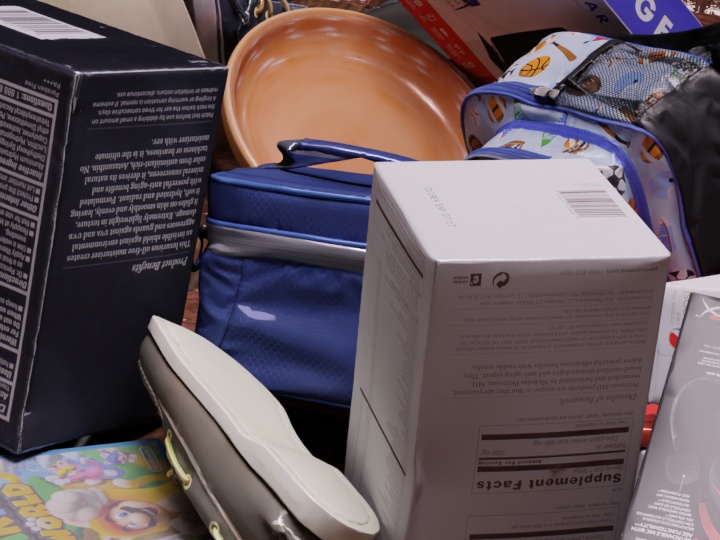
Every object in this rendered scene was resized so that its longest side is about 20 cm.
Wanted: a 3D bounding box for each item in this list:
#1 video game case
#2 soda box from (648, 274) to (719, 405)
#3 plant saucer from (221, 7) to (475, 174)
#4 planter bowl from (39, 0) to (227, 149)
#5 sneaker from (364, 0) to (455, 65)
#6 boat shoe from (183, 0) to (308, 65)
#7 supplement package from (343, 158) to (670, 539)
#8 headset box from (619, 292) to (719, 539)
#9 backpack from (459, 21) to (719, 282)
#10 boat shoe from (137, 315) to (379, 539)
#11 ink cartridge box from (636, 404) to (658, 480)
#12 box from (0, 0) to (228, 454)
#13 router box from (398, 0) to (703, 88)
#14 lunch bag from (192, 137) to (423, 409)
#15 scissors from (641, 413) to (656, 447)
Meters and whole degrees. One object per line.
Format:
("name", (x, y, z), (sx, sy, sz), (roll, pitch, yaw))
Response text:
("video game case", (-0.170, 0.129, 1.021), (0.199, 0.018, 0.143), (-4, 27, -22))
("soda box", (0.223, 0.035, 1.152), (0.068, 0.064, 0.200), (7, 6, 30))
("plant saucer", (-0.001, -0.085, 1.420), (0.199, 0.037, 0.201), (14, 50, -18))
("planter bowl", (-0.188, -0.150, 1.454), (0.134, 0.201, 0.200), (-24, 31, -7))
("sneaker", (0.078, -0.155, 1.643), (0.199, 0.076, 0.091), (10, 32, 15))
("boat shoe", (-0.080, -0.181, 1.463), (0.091, 0.200, 0.071), (-24, 69, -8))
("supplement package", (0.061, 0.061, 1.002), (0.109, 0.201, 0.114), (-1, 26, -14))
("headset box", (0.194, 0.124, 0.966), (0.148, 0.075, 0.201), (12, 58, 14))
("backpack", (0.148, -0.050, 1.310), (0.154, 0.201, 0.190), (-29, 32, -21))
("boat shoe", (-0.064, 0.090, 1.043), (0.072, 0.060, 0.202), (26, 13, -39))
("ink cartridge box", (0.194, 0.087, 1.165), (0.160, 0.050, 0.200), (-10, 31, -31))
("box", (-0.193, -0.037, 1.145), (0.199, 0.199, 0.123), (22, 18, 33))
("router box", (0.130, -0.159, 1.414), (0.179, 0.200, 0.049), (-2, 48, 54))
("lunch bag", (0.000, 0.000, 1.168), (0.199, 0.133, 0.136), (9, 6, 8))
("scissors", (0.128, 0.083, 1.098), (0.199, 0.014, 0.073), (-5, 12, -17))
